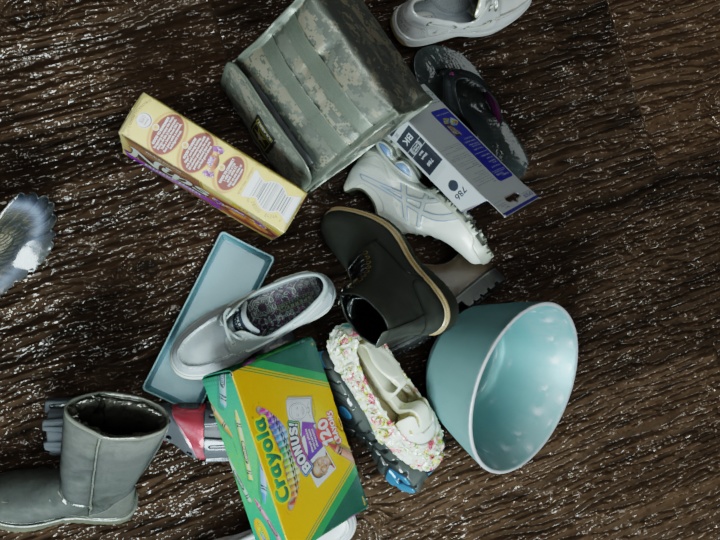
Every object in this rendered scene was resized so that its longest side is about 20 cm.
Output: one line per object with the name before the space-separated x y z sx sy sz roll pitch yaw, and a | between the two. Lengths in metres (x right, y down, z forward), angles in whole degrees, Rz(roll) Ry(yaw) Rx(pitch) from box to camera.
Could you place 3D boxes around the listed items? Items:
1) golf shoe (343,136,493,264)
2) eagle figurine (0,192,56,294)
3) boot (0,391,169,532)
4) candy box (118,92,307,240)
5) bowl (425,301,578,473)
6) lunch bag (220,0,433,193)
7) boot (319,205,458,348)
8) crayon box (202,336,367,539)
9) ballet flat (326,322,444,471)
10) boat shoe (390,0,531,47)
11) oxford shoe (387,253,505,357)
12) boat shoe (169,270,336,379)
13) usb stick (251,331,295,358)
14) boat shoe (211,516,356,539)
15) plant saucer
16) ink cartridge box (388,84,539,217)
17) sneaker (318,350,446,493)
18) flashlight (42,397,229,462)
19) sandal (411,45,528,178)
golf shoe | 0.066 -0.064 1.029 0.097 0.078 0.200 -46 76 6
eagle figurine | -0.431 -0.016 0.908 0.152 0.151 0.200 65 36 -42
boot | -0.293 0.194 0.877 0.182 0.200 0.073 0 57 -19
candy box | -0.163 -0.109 0.962 0.200 0.117 0.057 30 82 -10
bowl | 0.150 0.119 1.005 0.201 0.105 0.201 -18 116 -41
lunch bag | -0.054 -0.188 0.961 0.164 0.200 0.118 55 35 -1
boot | 0.000 0.000 0.950 0.200 0.138 0.078 39 118 26
crayon box | -0.079 0.185 0.939 0.119 0.058 0.200 -20 92 -44
ballet flat | 0.036 0.140 0.959 0.200 0.064 0.076 52 55 -9
boat shoe | 0.136 -0.323 1.060 0.200 0.069 0.071 -24 90 -20
oxford shoe | 0.069 0.040 1.040 0.200 0.073 0.084 -35 79 -14
boat shoe | -0.122 0.053 0.957 0.201 0.072 0.070 -27 77 -4
usb stick | -0.081 0.149 1.011 0.055 0.033 0.200 -18 91 -12
boat shoe | -0.097 0.311 0.981 0.200 0.069 0.072 -9 89 -13
plant saucer | -0.173 0.059 1.002 0.070 0.019 0.200 27 81 -10
ink cartridge box | 0.108 -0.131 1.010 0.200 0.039 0.099 47 36 13
sneaker | 0.019 0.163 1.023 0.082 0.073 0.200 -44 102 -29
flashlight | -0.237 0.176 0.953 0.200 0.068 0.068 -1 54 -4
sandal | 0.142 -0.197 1.069 0.075 0.048 0.200 -40 95 -13
